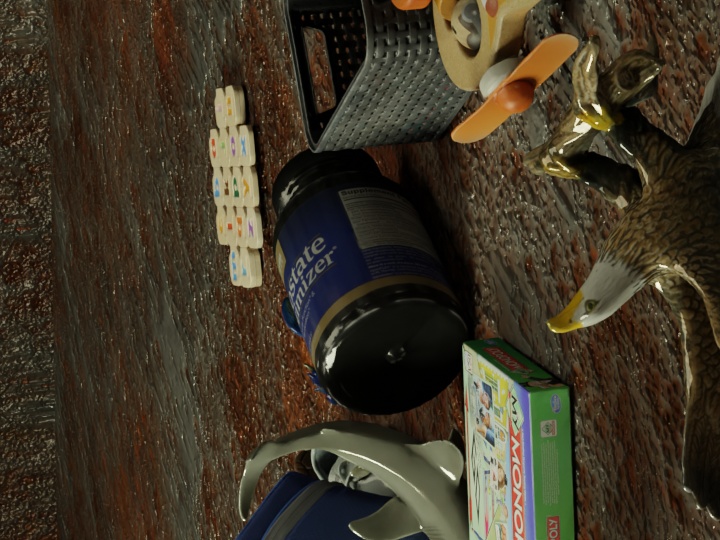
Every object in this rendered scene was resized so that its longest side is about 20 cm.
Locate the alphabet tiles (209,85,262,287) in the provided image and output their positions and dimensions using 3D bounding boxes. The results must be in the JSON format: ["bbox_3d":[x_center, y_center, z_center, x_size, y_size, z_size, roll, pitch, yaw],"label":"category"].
[{"bbox_3d":[-0.122,-0.084,2.201,0.196,0.015,0.200,-176,80,-75],"label":"alphabet tiles"}]

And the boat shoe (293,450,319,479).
[{"bbox_3d":[-0.001,0.216,1.777,0.202,0.075,0.075,-111,6,-61],"label":"boat shoe"}]

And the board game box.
[{"bbox_3d":[0.102,0.156,1.417,0.135,0.029,0.200,-143,48,-71],"label":"board game box"}]

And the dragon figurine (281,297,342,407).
[{"bbox_3d":[-0.021,0.039,1.696,0.099,0.059,0.200,55,-171,-43],"label":"dragon figurine"}]

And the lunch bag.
[{"bbox_3d":[-0.023,0.252,1.602,0.132,0.136,0.200,13,128,27],"label":"lunch bag"}]

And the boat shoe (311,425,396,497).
[{"bbox_3d":[0.010,0.163,1.682,0.201,0.071,0.070,-157,63,-72],"label":"boat shoe"}]

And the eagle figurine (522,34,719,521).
[{"bbox_3d":[0.157,-0.001,1.019,0.200,0.151,0.152,50,-160,12],"label":"eagle figurine"}]

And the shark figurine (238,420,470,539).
[{"bbox_3d":[0.022,0.131,1.490,0.089,0.214,0.128,-36,33,55],"label":"shark figurine"}]

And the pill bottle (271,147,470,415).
[{"bbox_3d":[0.000,0.000,1.580,0.200,0.112,0.112,-113,22,-48],"label":"pill bottle"}]

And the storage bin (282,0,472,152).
[{"bbox_3d":[0.018,-0.173,1.480,0.200,0.094,0.136,125,137,-69],"label":"storage bin"}]

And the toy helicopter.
[{"bbox_3d":[0.084,-0.152,1.273,0.200,0.079,0.133,154,109,-70],"label":"toy helicopter"}]
